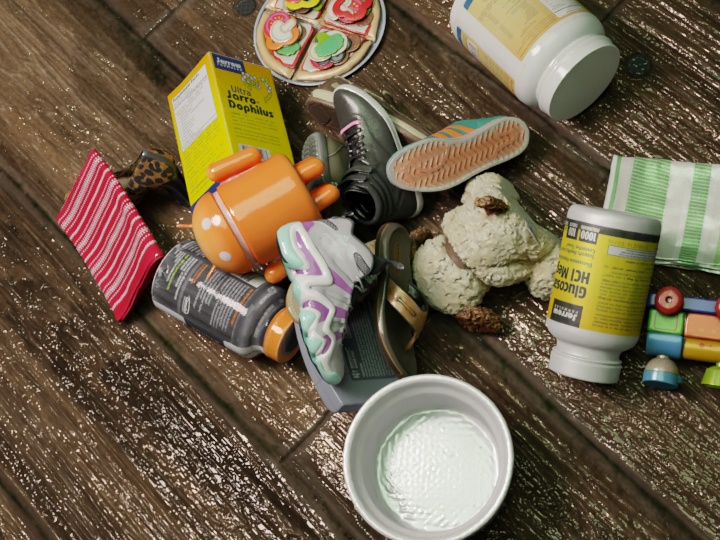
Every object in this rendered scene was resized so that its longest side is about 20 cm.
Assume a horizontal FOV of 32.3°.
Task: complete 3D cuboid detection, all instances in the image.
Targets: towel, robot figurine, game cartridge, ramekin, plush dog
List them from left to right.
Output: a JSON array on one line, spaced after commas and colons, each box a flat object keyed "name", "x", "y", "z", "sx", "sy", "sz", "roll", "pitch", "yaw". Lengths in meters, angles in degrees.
[{"name": "towel", "x": -0.344, "y": -0.046, "z": 1.695, "sx": 0.200, "sy": 0.022, "sz": 0.145, "roll": 54, "pitch": 129, "yaw": 22}, {"name": "robot figurine", "x": -0.125, "y": -0.069, "z": 1.567, "sx": 0.200, "sy": 0.144, "sz": 0.117, "roll": -29, "pitch": 50, "yaw": -4}, {"name": "game cartridge", "x": -0.014, "y": 0.083, "z": 1.563, "sx": 0.133, "sy": 0.041, "sz": 0.200, "roll": 2, "pitch": 59, "yaw": -34}, {"name": "ramekin", "x": 0.086, "y": 0.232, "z": 1.476, "sx": 0.200, "sy": 0.098, "sz": 0.201, "roll": -4, "pitch": 71, "yaw": 12}, {"name": "plush dog", "x": 0.142, "y": -0.017, "z": 1.561, "sx": 0.172, "sy": 0.160, "sz": 0.200, "roll": -48, "pitch": 63, "yaw": 18}, {"name": "towel", "x": 0.407, "y": -0.072, "z": 1.570, "sx": 0.200, "sy": 0.023, "sz": 0.153, "roll": 7, "pitch": 69, "yaw": 17}]

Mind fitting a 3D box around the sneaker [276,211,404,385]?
[{"name": "sneaker", "x": -0.011, "y": 0.026, "z": 1.479, "sx": 0.140, "sy": 0.078, "sz": 0.200, "roll": -15, "pitch": 87, "yaw": -5}]

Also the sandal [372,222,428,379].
[{"name": "sandal", "x": 0.057, "y": 0.036, "z": 1.536, "sx": 0.055, "sy": 0.082, "sz": 0.200, "roll": -8, "pitch": 73, "yaw": 29}]

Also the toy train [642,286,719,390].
[{"name": "toy train", "x": 0.434, "y": 0.091, "z": 1.467, "sx": 0.200, "sy": 0.085, "sz": 0.116, "roll": 7, "pitch": 80, "yaw": 17}]

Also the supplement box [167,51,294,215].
[{"name": "supplement box", "x": -0.174, "y": -0.178, "z": 1.693, "sx": 0.109, "sy": 0.109, "sz": 0.200, "roll": -37, "pitch": 57, "yaw": 39}]

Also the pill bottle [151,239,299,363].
[{"name": "pill bottle", "x": -0.165, "y": 0.046, "z": 1.619, "sx": 0.200, "sy": 0.106, "sz": 0.106, "roll": 28, "pitch": 77, "yaw": 23}]

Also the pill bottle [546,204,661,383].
[{"name": "pill bottle", "x": 0.285, "y": 0.028, "z": 1.482, "sx": 0.112, "sy": 0.112, "sz": 0.200, "roll": 12, "pitch": 96, "yaw": 19}]

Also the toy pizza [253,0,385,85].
[{"name": "toy pizza", "x": -0.062, "y": -0.360, "z": 1.806, "sx": 0.200, "sy": 0.032, "sz": 0.201, "roll": -5, "pitch": 67, "yaw": 12}]

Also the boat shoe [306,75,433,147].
[{"name": "boat shoe", "x": 0.026, "y": -0.216, "z": 1.702, "sx": 0.202, "sy": 0.075, "sz": 0.075, "roll": 27, "pitch": 63, "yaw": 18}]

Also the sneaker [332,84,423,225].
[{"name": "sneaker", "x": 0.001, "y": -0.148, "z": 1.625, "sx": 0.071, "sy": 0.099, "sz": 0.200, "roll": -29, "pitch": 89, "yaw": 45}]

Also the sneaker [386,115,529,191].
[{"name": "sneaker", "x": 0.119, "y": -0.153, "z": 1.632, "sx": 0.200, "sy": 0.080, "sz": 0.071, "roll": -18, "pitch": 105, "yaw": -16}]

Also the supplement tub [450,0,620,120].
[{"name": "supplement tub", "x": 0.231, "y": -0.308, "z": 1.647, "sx": 0.145, "sy": 0.145, "sz": 0.200, "roll": -39, "pitch": 64, "yaw": -4}]

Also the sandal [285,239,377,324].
[{"name": "sandal", "x": -0.003, "y": -0.005, "z": 1.558, "sx": 0.212, "sy": 0.070, "sz": 0.078, "roll": -28, "pitch": 77, "yaw": -39}]

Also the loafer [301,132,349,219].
[{"name": "loafer", "x": -0.032, "y": -0.087, "z": 1.656, "sx": 0.070, "sy": 0.075, "sz": 0.200, "roll": 1, "pitch": 79, "yaw": -26}]

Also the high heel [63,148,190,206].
[{"name": "high heel", "x": -0.340, "y": -0.130, "z": 1.717, "sx": 0.200, "sy": 0.143, "sz": 0.072, "roll": -3, "pitch": 67, "yaw": 13}]
